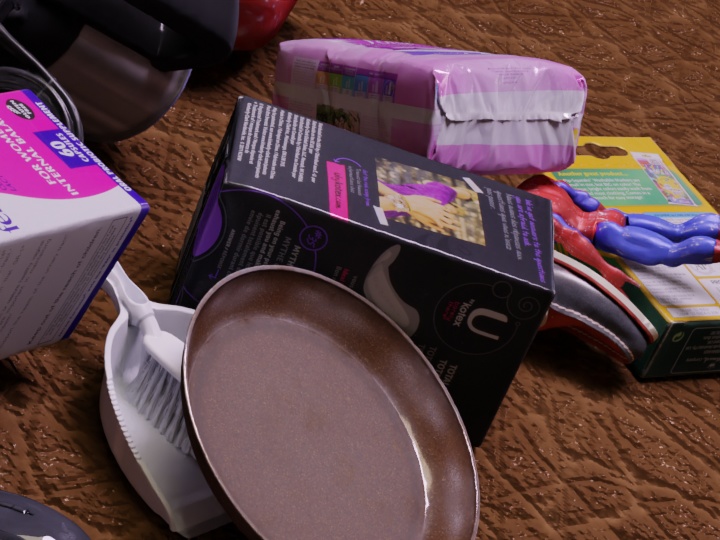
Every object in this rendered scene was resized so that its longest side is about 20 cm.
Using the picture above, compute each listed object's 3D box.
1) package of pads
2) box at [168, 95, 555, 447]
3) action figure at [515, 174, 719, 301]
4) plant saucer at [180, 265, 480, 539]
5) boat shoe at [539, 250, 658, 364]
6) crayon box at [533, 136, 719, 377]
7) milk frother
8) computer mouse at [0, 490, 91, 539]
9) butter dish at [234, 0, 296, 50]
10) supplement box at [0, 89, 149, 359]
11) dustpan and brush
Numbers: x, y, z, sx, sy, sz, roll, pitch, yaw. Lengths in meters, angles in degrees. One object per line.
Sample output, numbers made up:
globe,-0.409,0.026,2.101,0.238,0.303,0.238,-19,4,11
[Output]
package of pads,0.041,-0.107,1.562,0.120,0.076,0.200,1,8,-33
box,0.000,0.000,1.402,0.200,0.122,0.106,19,32,-8
action figure,0.165,-0.021,1.523,0.200,0.052,0.065,15,34,7
plant saucer,-0.021,0.090,1.285,0.200,0.032,0.200,26,45,-29
boat shoe,0.089,0.009,1.509,0.200,0.071,0.063,30,74,5
crayon box,0.192,-0.012,1.616,0.126,0.052,0.200,-1,40,-34
milk frother,-0.186,-0.112,1.429,0.180,0.200,0.188,19,-5,32
computer mouse,-0.212,0.104,1.190,0.200,0.034,0.059,28,32,8
butter dish,-0.115,-0.206,1.630,0.199,0.148,0.200,20,-10,-4
supplement box,-0.217,-0.014,1.213,0.101,0.103,0.200,43,29,16
dustpan and brush,-0.109,0.046,1.319,0.200,0.057,0.140,40,35,25
